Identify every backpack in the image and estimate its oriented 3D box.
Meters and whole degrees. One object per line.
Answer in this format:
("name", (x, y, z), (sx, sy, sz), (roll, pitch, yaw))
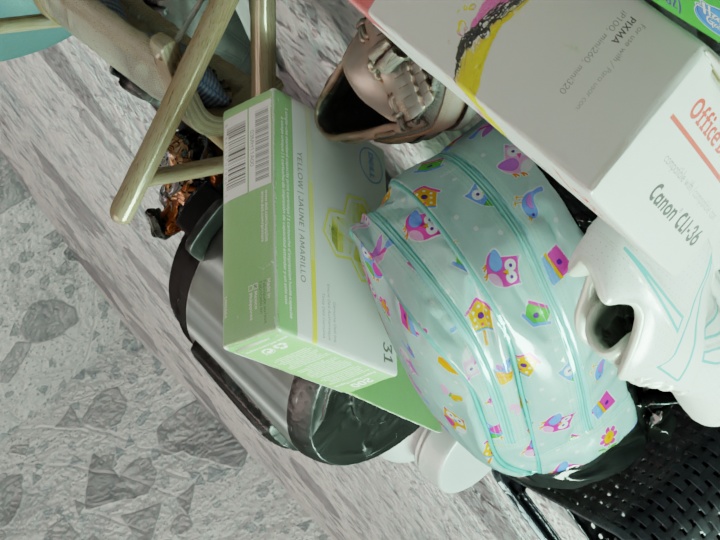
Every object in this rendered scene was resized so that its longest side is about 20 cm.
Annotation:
("backpack", (0.076, 0.019, 0.917), (0.167, 0.126, 0.201), (44, 166, 34))

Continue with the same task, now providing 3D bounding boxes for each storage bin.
("storage bin", (0.182, 0.155, 1.044), (0.136, 0.094, 0.200), (52, 169, -18))

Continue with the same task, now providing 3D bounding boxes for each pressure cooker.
("pressure cooker", (-0.033, 0.013, 1.202), (0.200, 0.178, 0.177), (41, 144, 31))

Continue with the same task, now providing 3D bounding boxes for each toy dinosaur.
("toy dinosaur", (-0.105, -0.067, 1.303), (0.102, 0.136, 0.200), (47, 169, 1))

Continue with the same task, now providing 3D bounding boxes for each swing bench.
("swing bench", (-0.132, -0.169, 1.014), (0.199, 0.129, 0.202), (39, 127, 32))

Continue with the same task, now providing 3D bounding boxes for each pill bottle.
("pill bottle", (0.025, 0.076, 1.335), (0.200, 0.111, 0.111), (42, 167, 31))

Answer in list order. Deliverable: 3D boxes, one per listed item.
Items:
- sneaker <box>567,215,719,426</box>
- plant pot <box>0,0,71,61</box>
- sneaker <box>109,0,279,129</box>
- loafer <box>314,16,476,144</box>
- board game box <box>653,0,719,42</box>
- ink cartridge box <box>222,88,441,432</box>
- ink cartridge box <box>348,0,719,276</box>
("sneaker", (0.138, 0.022, 0.814), (0.070, 0.080, 0.201), (38, 165, 37))
("plant pot", (-0.226, -0.233, 1.171), (0.133, 0.202, 0.201), (7, 154, 15))
("sneaker", (-0.133, -0.174, 1.152), (0.071, 0.099, 0.201), (39, 164, 46))
("loafer", (0.017, -0.096, 0.886), (0.200, 0.062, 0.073), (132, 121, -80))
("board game box", (0.074, -0.170, 0.526), (0.153, 0.040, 0.201), (41, 166, 36))
("ink cartridge box", (0.000, 0.000, 1.007), (0.048, 0.147, 0.199), (-20, 150, 35))
("ink cartridge box", (0.084, -0.071, 0.669), (0.200, 0.068, 0.116), (42, -174, 30))
